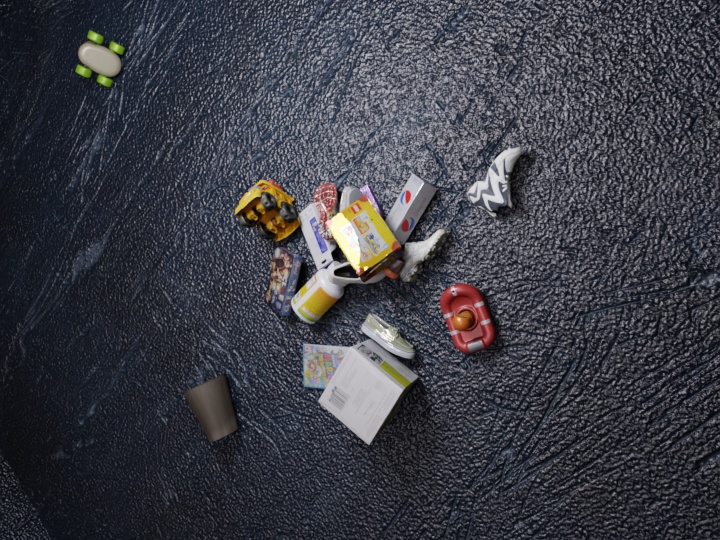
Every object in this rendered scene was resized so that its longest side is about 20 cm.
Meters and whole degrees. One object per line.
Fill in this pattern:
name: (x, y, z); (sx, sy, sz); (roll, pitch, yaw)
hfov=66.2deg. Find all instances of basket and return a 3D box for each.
basket: (-0.527, 0.498, 1.986); (0.178, 0.136, 0.203); (-24, 86, 19)

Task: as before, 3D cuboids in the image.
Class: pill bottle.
pill bottle: (-0.122, 0.067, 1.779); (0.200, 0.111, 0.112); (-44, 75, 20)

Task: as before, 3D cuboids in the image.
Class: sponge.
sponge: (-0.030, -0.175, 1.768); (0.198, 0.030, 0.113); (-29, 80, 23)

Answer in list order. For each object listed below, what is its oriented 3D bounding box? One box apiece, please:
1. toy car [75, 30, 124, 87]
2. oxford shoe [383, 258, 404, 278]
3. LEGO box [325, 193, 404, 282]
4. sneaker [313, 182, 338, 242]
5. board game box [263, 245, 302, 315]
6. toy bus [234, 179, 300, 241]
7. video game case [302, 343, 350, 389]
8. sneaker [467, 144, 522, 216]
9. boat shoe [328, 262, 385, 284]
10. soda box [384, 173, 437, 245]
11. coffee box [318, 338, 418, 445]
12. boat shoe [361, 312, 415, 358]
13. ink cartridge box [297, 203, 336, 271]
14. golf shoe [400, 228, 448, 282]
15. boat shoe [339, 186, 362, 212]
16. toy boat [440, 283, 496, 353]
toy car: (-1.037, -0.843, 2.177); (0.200, 0.156, 0.166); (40, 107, 48)
oxford shoe: (0.076, -0.073, 1.683); (0.073, 0.070, 0.201); (-54, 55, 33)
LEGO box: (0.012, -0.094, 1.612); (0.148, 0.077, 0.202); (-33, 71, 1)
sneaker: (-0.104, -0.182, 1.746); (0.076, 0.082, 0.204); (-4, 72, 8)
board game box: (-0.262, 0.033, 1.856); (0.135, 0.034, 0.204); (24, 104, 50)
toy bus: (-0.307, -0.225, 1.810); (0.135, 0.199, 0.195); (-31, 50, 27)
video game case: (-0.103, 0.322, 1.835); (0.196, 0.018, 0.146); (0, 92, 25)
sneaker: (0.404, -0.237, 1.533); (0.130, 0.079, 0.199); (48, 110, 14)
boat shoe: (0.000, 0.000, 1.682); (0.196, 0.066, 0.074); (-3, 81, -14)
soda box: (0.142, -0.181, 1.656); (0.064, 0.067, 0.202); (47, 112, 43)
coffee box: (0.029, 0.357, 1.668); (0.199, 0.197, 0.202); (35, 102, 16)
boat shoe: (0.089, 0.202, 1.709); (0.198, 0.072, 0.063); (29, 107, 24)
ink cartridge box: (-0.137, -0.109, 1.799); (0.099, 0.039, 0.203); (-29, 79, 48)
golf shoe: (0.174, -0.062, 1.656); (0.201, 0.078, 0.097); (-49, 68, 18)
boat shoe: (-0.037, -0.160, 1.722); (0.065, 0.071, 0.204); (25, 120, 52)
toy boat: (0.298, 0.138, 1.574); (0.129, 0.130, 0.203); (-23, 83, 24)
